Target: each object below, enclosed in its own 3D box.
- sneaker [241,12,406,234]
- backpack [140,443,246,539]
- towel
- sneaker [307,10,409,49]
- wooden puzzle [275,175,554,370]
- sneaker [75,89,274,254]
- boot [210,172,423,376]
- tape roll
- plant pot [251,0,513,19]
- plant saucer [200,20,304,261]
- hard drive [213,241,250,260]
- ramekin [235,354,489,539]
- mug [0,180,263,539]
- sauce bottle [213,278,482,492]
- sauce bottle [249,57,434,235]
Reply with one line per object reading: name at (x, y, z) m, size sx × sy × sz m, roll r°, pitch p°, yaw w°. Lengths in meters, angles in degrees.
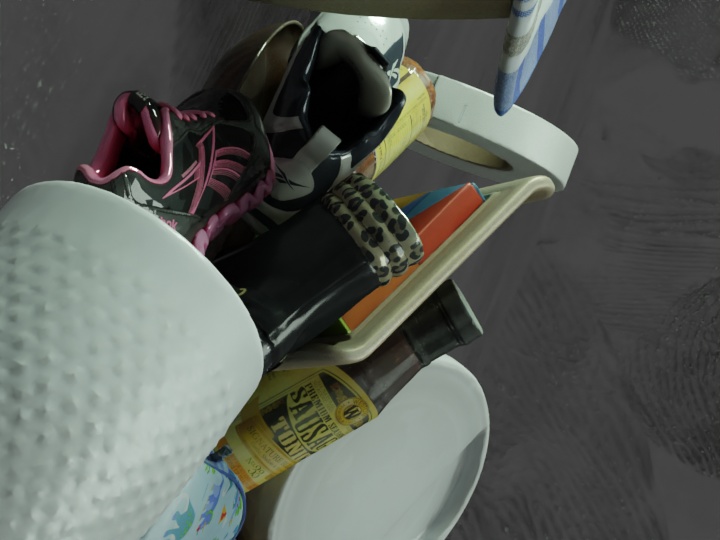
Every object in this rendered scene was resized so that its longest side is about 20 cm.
sneaker at (-0.004, -0.121, 1.213) m, size 0.199 × 0.079 × 0.130 m, roll -54°, pitch -171°, yaw -36°
backpack at (-0.145, 0.134, 1.100) m, size 0.163 × 0.153 × 0.200 m, roll -60°, pitch -177°, yaw -5°
towel at (0.120, -0.201, 1.146) m, size 0.200 × 0.024 × 0.147 m, roll 99°, pitch 15°, yaw -55°
sneaker at (0.003, -0.208, 1.389) m, size 0.200 × 0.073 × 0.085 m, roll 108°, pitch -13°, yaw -74°
wooden puzzle at (0.000, 0.000, 1.209) m, size 0.200 × 0.037 × 0.185 m, roll -39°, pitch -165°, yaw -30°
sneaker at (-0.105, -0.063, 1.079) m, size 0.200 × 0.079 × 0.096 m, roll -65°, pitch 148°, yaw -55°
boot at (-0.055, 0.006, 1.132) m, size 0.154 × 0.074 × 0.204 m, roll -36°, pitch -162°, yaw -8°
tape roll at (0.081, -0.118, 1.622) m, size 0.203 × 0.202 × 0.037 m, roll 50°, pitch 61°, yaw -79°
plant pot at (0.029, -0.253, 1.131) m, size 0.200 × 0.177 × 0.201 m, roll 74°, pitch 38°, yaw -74°
plant saucer at (-0.086, -0.072, 1.286) m, size 0.200 × 0.032 × 0.201 m, roll 20°, pitch 90°, yaw -80°
hard drive at (-0.049, 0.033, 1.355) m, size 0.200 × 0.033 × 0.140 m, roll -17°, pitch 135°, yaw -53°
ramekin at (-0.014, 0.128, 1.343) m, size 0.202 × 0.094 × 0.203 m, roll -25°, pitch 132°, yaw -32°
mug at (-0.163, 0.079, 0.902) m, size 0.176 × 0.148 × 0.200 m, roll -54°, pitch -167°, yaw -33°
sauce bottle at (-0.020, 0.071, 1.209) m, size 0.200 × 0.066 × 0.066 m, roll -32°, pitch 172°, yaw 6°
sauce bottle at (-0.016, -0.083, 1.332) m, size 0.200 × 0.066 × 0.066 m, roll -43°, pitch 153°, yaw -50°
